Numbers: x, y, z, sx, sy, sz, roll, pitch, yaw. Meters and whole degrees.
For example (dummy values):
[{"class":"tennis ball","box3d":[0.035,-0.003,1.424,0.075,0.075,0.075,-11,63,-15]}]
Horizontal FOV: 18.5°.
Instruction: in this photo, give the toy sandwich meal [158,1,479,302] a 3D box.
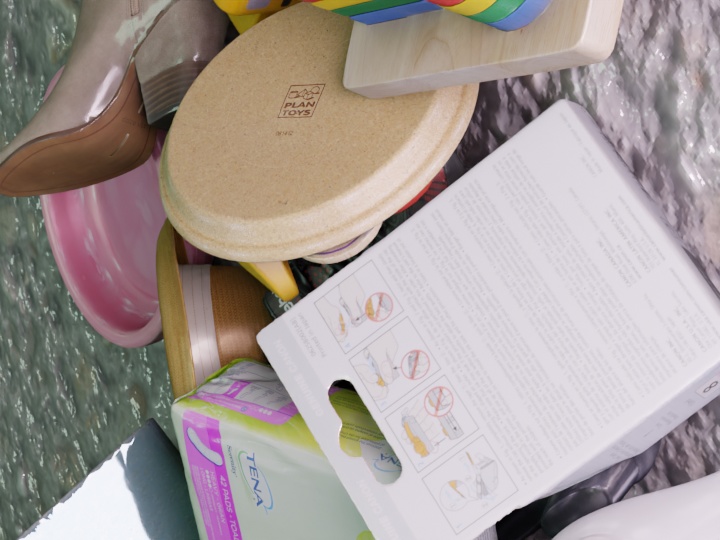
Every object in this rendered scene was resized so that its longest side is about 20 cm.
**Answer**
[{"class":"toy sandwich meal","box3d":[-0.019,-0.071,1.178,0.205,0.205,0.070,37,166,45]}]

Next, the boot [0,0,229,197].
[{"class":"boot","box3d":[-0.161,-0.143,1.410,0.200,0.070,0.146,-19,65,28]}]

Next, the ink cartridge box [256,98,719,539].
[{"class":"ink cartridge box","box3d":[0.070,0.036,1.084,0.200,0.057,0.163,-40,63,14]}]

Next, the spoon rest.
[{"class":"spoon rest","box3d":[0.152,0.122,1.027,0.200,0.061,0.099,-50,51,12]}]

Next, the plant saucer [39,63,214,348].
[{"class":"plant saucer","box3d":[-0.156,-0.049,1.509,0.200,0.051,0.201,28,124,51]}]

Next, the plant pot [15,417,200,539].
[{"class":"plant pot","box3d":[-0.146,0.247,1.449,0.200,0.196,0.196,46,164,3]}]

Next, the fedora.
[{"class":"fedora","box3d":[-0.073,0.053,1.356,0.201,0.082,0.201,170,90,-90]}]

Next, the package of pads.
[{"class":"package of pads","box3d":[-0.010,0.139,1.218,0.200,0.068,0.155,16,125,41]}]

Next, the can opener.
[{"class":"can opener","box3d":[0.095,0.105,1.161,0.063,0.079,0.200,48,154,-2]}]

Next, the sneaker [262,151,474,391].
[{"class":"sneaker","box3d":[0.000,0.000,1.240,0.071,0.098,0.201,56,140,31]}]

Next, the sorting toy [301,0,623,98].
[{"class":"sorting toy","box3d":[0.049,-0.194,1.043,0.199,0.070,0.200,-2,73,57]}]

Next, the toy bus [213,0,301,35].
[{"class":"toy bus","box3d":[-0.040,-0.207,1.242,0.065,0.078,0.200,60,144,25]}]
